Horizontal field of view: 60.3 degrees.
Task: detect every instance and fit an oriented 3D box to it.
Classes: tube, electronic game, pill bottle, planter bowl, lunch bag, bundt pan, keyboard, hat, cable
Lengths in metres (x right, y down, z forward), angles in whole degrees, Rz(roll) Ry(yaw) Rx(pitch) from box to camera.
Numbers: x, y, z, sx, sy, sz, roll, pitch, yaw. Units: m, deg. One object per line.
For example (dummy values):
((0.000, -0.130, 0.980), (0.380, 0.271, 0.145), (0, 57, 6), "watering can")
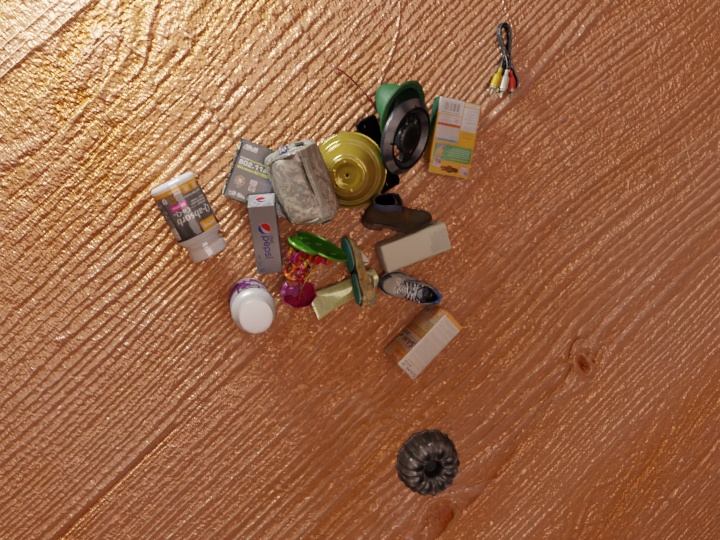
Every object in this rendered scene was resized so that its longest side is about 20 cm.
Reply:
((-0.043, 0.056, 1.700), (0.198, 0.058, 0.052), (-27, 150, -7), "tube")
((0.119, -0.349, 1.618), (0.199, 0.041, 0.202), (-34, 137, -38), "electronic game")
((-0.415, -0.129, 1.517), (0.116, 0.116, 0.201), (-28, 107, -9), "pill bottle")
((-0.271, 0.091, 1.557), (0.111, 0.200, 0.114), (-3, 102, -15), "pill bottle")
((-0.031, -0.249, 1.590), (0.198, 0.084, 0.203), (1, 109, 2), "planter bowl")
((-0.133, -0.211, 1.484), (0.138, 0.167, 0.202), (-25, 107, -17), "lunch bag")
((0.212, 0.587, 1.862), (0.199, 0.076, 0.204), (-3, 102, -16), "bundt pan")
((0.031, -0.306, 1.662), (0.104, 0.039, 0.202), (-32, 108, -32), "keyboard")
((0.053, -0.457, 1.638), (0.165, 0.176, 0.201), (-40, 146, -21), "hat")
((0.407, -0.572, 1.699), (0.096, 0.050, 0.202), (4, 101, -20), "cable")

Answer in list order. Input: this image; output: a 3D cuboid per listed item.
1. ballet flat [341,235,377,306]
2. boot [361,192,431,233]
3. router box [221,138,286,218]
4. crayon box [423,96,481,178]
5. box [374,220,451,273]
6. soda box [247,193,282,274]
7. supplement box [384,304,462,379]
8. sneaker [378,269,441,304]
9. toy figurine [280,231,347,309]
((0.000, 0.000, 1.662), (0.070, 0.071, 0.202), (-11, 71, -13), "ballet flat")
((0.108, -0.156, 1.663), (0.198, 0.097, 0.075), (-4, 59, -14), "boot")
((-0.235, -0.229, 1.577), (0.198, 0.062, 0.151), (18, 94, -18), "router box")
((0.248, -0.361, 1.696), (0.124, 0.052, 0.202), (7, 98, -17), "crayon box")
((0.145, -0.067, 1.716), (0.198, 0.068, 0.083), (-19, 105, -11), "box")
((-0.238, -0.091, 1.562), (0.067, 0.064, 0.202), (-5, 125, -4), "soda box")
((0.174, 0.193, 1.746), (0.200, 0.126, 0.074), (-46, 110, -4), "supplement box")
((0.144, 0.051, 1.714), (0.198, 0.085, 0.078), (13, 97, -29), "sneaker")
((-0.150, 0.014, 1.604), (0.150, 0.199, 0.185), (34, 106, 25), "toy figurine")
